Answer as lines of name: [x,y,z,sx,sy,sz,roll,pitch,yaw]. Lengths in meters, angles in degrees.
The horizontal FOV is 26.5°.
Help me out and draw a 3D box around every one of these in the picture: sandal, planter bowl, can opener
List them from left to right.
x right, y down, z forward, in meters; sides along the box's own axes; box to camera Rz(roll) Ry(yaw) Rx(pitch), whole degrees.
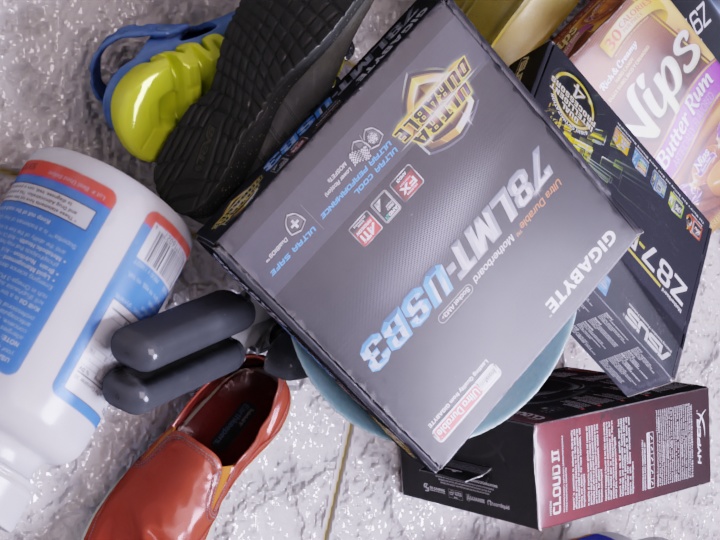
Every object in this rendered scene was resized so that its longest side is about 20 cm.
sandal: [-0.091,-0.135,0.960,0.199,0.087,0.080,-22,126,-39]
can opener: [-0.071,0.044,0.913,0.200,0.066,0.054,-23,132,-61]
planter bowl: [0.104,-0.212,1.081,0.083,0.201,0.200,42,62,8]

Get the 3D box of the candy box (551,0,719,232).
candy box: [0.231,-0.122,1.193,0.117,0.056,0.200,-45,113,2]

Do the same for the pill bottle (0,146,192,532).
pill bottle: [-0.188,0.041,0.878,0.112,0.112,0.201,39,70,-32]

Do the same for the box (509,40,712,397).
box: [0.160,-0.037,1.071,0.200,0.049,0.162,46,46,-21]

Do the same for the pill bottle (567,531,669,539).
pill bottle: [0.165,0.262,1.164,0.198,0.112,0.114,-7,97,-38]

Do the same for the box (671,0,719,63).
box: [0.281,-0.232,1.269,0.200,0.043,0.161,-42,116,-28]

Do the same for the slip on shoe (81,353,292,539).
slip on shoe: [-0.111,0.129,0.959,0.200,0.074,0.061,-51,164,-29]

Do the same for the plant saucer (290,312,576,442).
plant saucer: [0.042,0.006,0.952,0.199,0.039,0.204,-3,99,-20]

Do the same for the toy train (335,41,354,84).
toy train: [-0.011,-0.210,1.052,0.045,0.034,0.202,21,80,-24]

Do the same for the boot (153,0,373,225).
boot: [-0.036,-0.101,0.936,0.201,0.068,0.130,-55,149,5]

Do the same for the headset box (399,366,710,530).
headset box: [0.133,0.125,1.108,0.198,0.148,0.078,-8,98,-38]

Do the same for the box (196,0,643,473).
box: [0.040,-0.021,0.902,0.200,0.050,0.199,-47,109,-9]
